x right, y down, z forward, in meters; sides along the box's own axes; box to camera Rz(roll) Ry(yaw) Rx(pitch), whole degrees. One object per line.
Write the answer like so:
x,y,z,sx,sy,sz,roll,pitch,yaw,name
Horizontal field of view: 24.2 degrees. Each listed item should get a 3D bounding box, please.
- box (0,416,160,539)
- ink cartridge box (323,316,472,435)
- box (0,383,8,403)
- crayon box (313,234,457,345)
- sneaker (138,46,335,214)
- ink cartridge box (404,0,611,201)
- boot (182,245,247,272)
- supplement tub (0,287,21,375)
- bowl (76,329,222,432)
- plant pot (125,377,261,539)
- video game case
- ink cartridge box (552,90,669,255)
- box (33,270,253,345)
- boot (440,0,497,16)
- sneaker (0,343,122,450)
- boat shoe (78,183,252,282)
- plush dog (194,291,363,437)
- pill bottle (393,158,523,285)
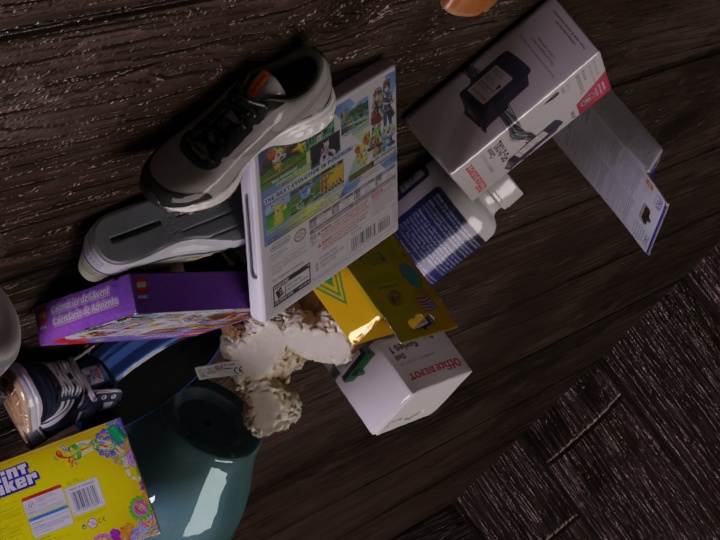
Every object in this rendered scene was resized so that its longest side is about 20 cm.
-0.314,0.241,1.687,0.198,0.123,0.193,-20,176,-10,box
0.020,0.078,1.973,0.084,0.201,0.146,-45,164,31,ink cartridge box
-0.424,0.146,1.459,0.199,0.050,0.158,-39,165,3,box
0.000,0.000,1.704,0.051,0.201,0.127,-44,163,27,crayon box
-0.104,-0.122,1.387,0.200,0.074,0.080,-38,157,-23,sneaker
0.157,-0.176,1.767,0.199,0.085,0.145,-39,164,5,ink cartridge box
-0.131,-0.015,1.645,0.090,0.073,0.200,-24,160,-3,boot
-0.362,0.085,1.285,0.200,0.123,0.122,-45,163,22,supplement tub
-0.232,0.107,1.800,0.200,0.040,0.201,-34,164,-11,bowl
-0.211,0.236,1.956,0.199,0.200,0.189,-16,145,-52,plant pot
-0.034,-0.074,1.542,0.199,0.022,0.184,-35,136,-39,video game case
0.312,-0.133,2.024,0.040,0.201,0.200,-34,165,-8,ink cartridge box
-0.181,0.033,1.547,0.136,0.040,0.199,-18,170,38,box
0.115,-0.276,1.413,0.155,0.074,0.199,-42,162,31,boot
-0.289,0.110,1.617,0.108,0.071,0.200,-28,170,-16,sneaker
-0.164,-0.040,1.499,0.198,0.073,0.062,-16,171,-33,boat shoe
-0.089,0.052,1.805,0.200,0.160,0.172,-50,-169,23,plush dog
0.083,-0.055,1.899,0.199,0.111,0.111,-39,165,7,pill bottle
